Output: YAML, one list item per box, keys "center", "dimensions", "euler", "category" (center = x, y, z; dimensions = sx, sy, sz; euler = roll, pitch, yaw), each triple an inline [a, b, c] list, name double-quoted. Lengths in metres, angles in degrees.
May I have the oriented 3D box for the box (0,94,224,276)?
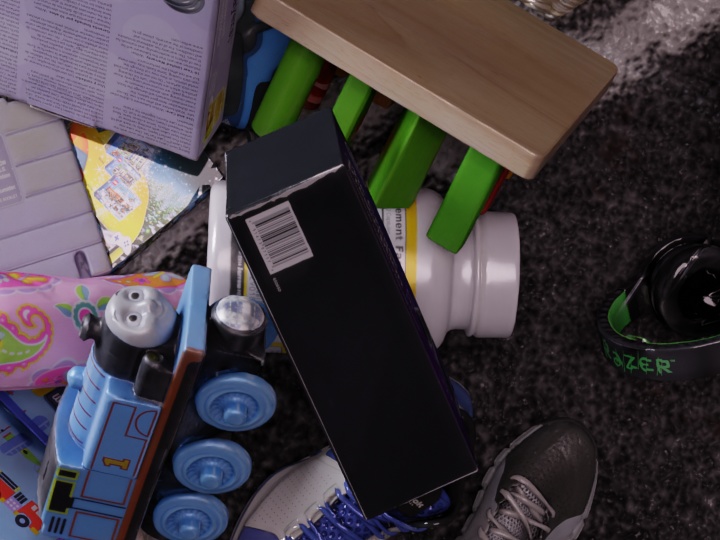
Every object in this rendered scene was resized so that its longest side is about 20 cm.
- center: [-0.204, -0.094, 1.380]
  dimensions: [0.136, 0.038, 0.200]
  euler: [-39, 90, -5]
  category: "box"

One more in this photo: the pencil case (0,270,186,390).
- center: [-0.194, 0.039, 1.281]
  dimensions: [0.199, 0.087, 0.088]
  euler: [1, 86, -36]
  category: "pencil case"

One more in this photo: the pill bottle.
- center: [0.000, 0.000, 1.351]
  dimensions: [0.198, 0.111, 0.112]
  euler: [3, 87, -4]
  category: "pill bottle"

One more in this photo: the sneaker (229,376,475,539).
- center: [0.001, 0.145, 1.336]
  dimensions: [0.199, 0.115, 0.081]
  euler: [-43, 99, -4]
  category: "sneaker"

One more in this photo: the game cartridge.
- center: [-0.271, -0.029, 1.319]
  dimensions: [0.199, 0.038, 0.130]
  euler: [-18, 84, -18]
  category: "game cartridge"

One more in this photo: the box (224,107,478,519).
- center: [-0.008, 0.022, 1.225]
  dimensions: [0.078, 0.141, 0.201]
  euler: [-24, 108, 1]
  category: "box"

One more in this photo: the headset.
- center: [0.240, 0.002, 1.365]
  dimensions: [0.199, 0.123, 0.095]
  euler: [-30, 118, -33]
  category: "headset"

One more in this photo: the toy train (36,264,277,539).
- center: [-0.117, 0.084, 1.203]
  dimensions: [0.113, 0.201, 0.087]
  euler: [11, 44, -13]
  category: "toy train"

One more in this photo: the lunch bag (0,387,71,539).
- center: [-0.205, 0.117, 1.315]
  dimensions: [0.150, 0.094, 0.200]
  euler: [39, 46, 9]
  category: "lunch bag"

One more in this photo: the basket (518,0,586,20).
- center: [0.107, -0.291, 1.348]
  dimensions: [0.197, 0.161, 0.201]
  euler: [30, 83, -1]
  category: "basket"

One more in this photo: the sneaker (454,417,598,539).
- center: [0.096, 0.184, 1.344]
  dimensions: [0.075, 0.115, 0.201]
  euler: [35, 86, -1]
  category: "sneaker"

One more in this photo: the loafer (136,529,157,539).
- center: [-0.229, 0.168, 1.355]
  dimensions: [0.199, 0.072, 0.063]
  euler: [3, 70, -10]
  category: "loafer"

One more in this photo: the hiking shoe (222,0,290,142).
- center: [-0.065, -0.188, 1.389]
  dimensions: [0.086, 0.074, 0.201]
  euler: [28, 82, -28]
  category: "hiking shoe"

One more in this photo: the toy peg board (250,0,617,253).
- center: [0.037, -0.115, 1.336]
  dimensions: [0.199, 0.199, 0.098]
  euler: [32, 119, 7]
  category: "toy peg board"

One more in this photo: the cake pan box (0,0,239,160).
- center: [-0.172, -0.176, 1.273]
  dimensions: [0.199, 0.185, 0.052]
  euler: [18, 42, 8]
  category: "cake pan box"
